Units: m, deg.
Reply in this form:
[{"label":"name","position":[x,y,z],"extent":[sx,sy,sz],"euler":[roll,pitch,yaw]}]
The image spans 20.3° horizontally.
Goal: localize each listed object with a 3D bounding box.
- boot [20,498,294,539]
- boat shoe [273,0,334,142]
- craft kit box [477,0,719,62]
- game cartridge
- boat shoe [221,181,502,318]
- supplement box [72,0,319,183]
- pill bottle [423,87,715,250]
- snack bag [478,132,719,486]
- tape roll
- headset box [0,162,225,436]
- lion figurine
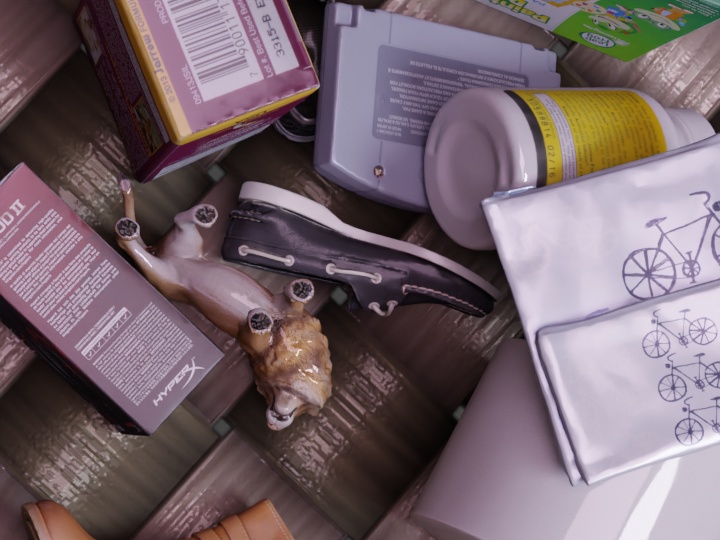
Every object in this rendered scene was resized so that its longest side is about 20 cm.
[{"label":"boot","position":[-0.122,0.202,1.359],"extent":[0.155,0.077,0.200],"euler":[-37,97,-12]},{"label":"boat shoe","position":[-0.045,-0.193,1.413],"extent":[0.072,0.071,0.200],"euler":[-12,89,-14]},{"label":"craft kit box","position":[0.140,-0.215,1.396],"extent":[0.200,0.198,0.049],"euler":[20,84,-11]},{"label":"game cartridge","position":[0.055,-0.107,1.419],"extent":[0.200,0.040,0.134],"euler":[9,80,-34]},{"label":"boat shoe","position":[0.000,0.000,1.409],"extent":[0.200,0.074,0.060],"euler":[22,81,-8]},{"label":"supplement box","position":[-0.113,-0.145,1.326],"extent":[0.103,0.200,0.131],"euler":[-23,92,-15]},{"label":"pill bottle","position":[0.153,-0.073,1.398],"extent":[0.200,0.111,0.112],"euler":[-4,87,-34]},{"label":"snack bag","position":[0.193,0.019,1.286],"extent":[0.188,0.021,0.200],"euler":[-16,80,-10]},{"label":"tape roll","position":[0.152,0.154,1.368],"extent":[0.202,0.203,0.139],"euler":[31,79,-10]},{"label":"headset box","position":[-0.196,0.016,1.320],"extent":[0.200,0.149,0.075],"euler":[44,77,-8]},{"label":"lion figurine","position":[-0.095,0.019,1.379],"extent":[0.200,0.123,0.072],"euler":[43,71,9]}]
